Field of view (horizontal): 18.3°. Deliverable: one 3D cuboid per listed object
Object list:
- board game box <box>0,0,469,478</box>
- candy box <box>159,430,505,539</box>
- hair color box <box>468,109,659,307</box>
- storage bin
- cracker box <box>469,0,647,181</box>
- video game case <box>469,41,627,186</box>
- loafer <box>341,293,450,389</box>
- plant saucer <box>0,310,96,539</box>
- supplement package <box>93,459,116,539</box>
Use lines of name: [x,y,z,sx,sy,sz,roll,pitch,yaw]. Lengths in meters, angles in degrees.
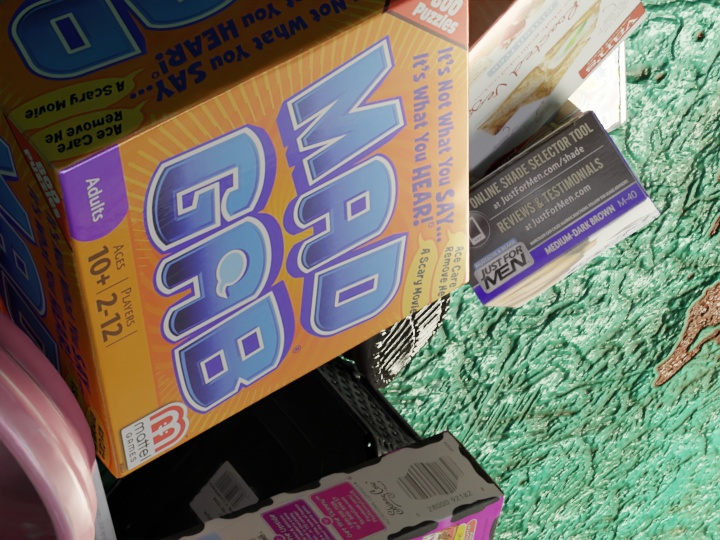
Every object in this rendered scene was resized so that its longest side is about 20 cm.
board game box: [-0.087,-0.075,1.011,0.199,0.200,0.200,-28,143,-20]
candy box: [-0.026,0.182,1.229,0.199,0.061,0.137,-18,137,-31]
hair color box: [0.110,-0.031,1.291,0.109,0.065,0.200,-34,172,8]
storage bin: [-0.062,0.149,1.335,0.200,0.135,0.094,-50,145,9]
cracker box: [0.074,-0.125,1.159,0.134,0.058,0.200,-47,165,5]
video game case: [0.078,-0.115,1.293,0.182,0.023,0.200,-31,144,-17]
loafer: [0.000,0.000,1.300,0.073,0.071,0.200,-46,154,-15]
plant saucer: [-0.193,0.059,1.007,0.051,0.200,0.201,-49,152,-31]
supplement package: [-0.243,0.128,1.152,0.200,0.110,0.114,-30,145,-18]
